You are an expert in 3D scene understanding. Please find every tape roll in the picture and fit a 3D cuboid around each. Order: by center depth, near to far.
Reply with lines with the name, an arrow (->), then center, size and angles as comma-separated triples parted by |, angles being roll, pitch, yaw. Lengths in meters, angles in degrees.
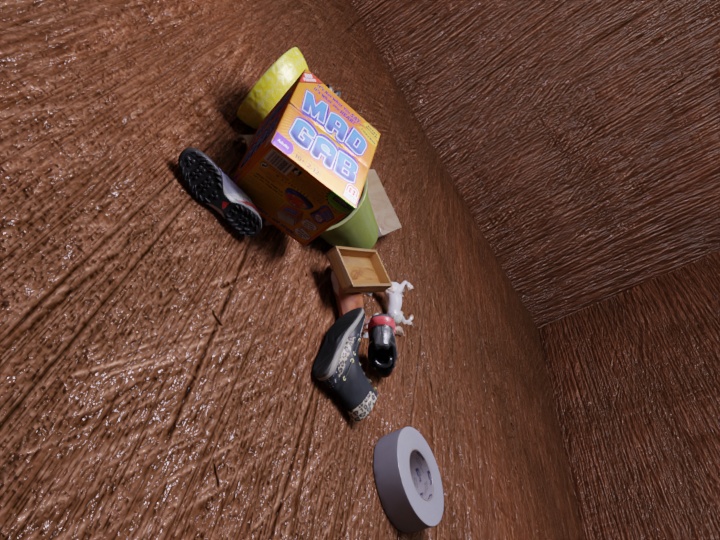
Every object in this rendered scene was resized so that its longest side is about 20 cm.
tape roll -> 0.106, 0.450, 1.177 | 0.201, 0.065, 0.204 | 47, 28, -34

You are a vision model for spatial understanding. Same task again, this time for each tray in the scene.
tray -> 0.000, 0.000, 1.277 | 0.198, 0.037, 0.101 | 1, 61, -61

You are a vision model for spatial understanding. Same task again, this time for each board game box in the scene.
board game box -> -0.111, -0.216, 1.084 | 0.197, 0.198, 0.205 | 33, 54, -24

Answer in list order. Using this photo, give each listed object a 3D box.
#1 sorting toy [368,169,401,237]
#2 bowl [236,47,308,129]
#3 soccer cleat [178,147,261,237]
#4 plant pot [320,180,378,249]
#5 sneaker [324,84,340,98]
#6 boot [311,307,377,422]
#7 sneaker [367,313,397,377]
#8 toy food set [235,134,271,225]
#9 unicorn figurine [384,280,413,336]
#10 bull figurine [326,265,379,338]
sorting toy -> 0.028, -0.196, 1.647 | 0.204, 0.068, 0.199 | 64, 24, 0
bowl -> -0.172, -0.380, 1.217 | 0.108, 0.199, 0.202 | 43, 28, -11
soccer cleat -> -0.260, -0.148, 1.009 | 0.200, 0.068, 0.074 | 48, 9, -32
plant pot -> -0.039, -0.133, 1.328 | 0.191, 0.194, 0.206 | 50, 24, -53
sneaker -> -0.060, -0.337, 1.222 | 0.198, 0.074, 0.118 | 33, 72, -51
boot -> -0.014, 0.196, 1.151 | 0.156, 0.072, 0.205 | 56, 38, -22
sneaker -> 0.049, 0.195, 1.237 | 0.204, 0.068, 0.100 | 86, 3, -46
toy food set -> -0.182, -0.206, 1.198 | 0.141, 0.060, 0.207 | -14, 82, -43
unicorn figurine -> 0.091, 0.076, 1.499 | 0.135, 0.072, 0.207 | 3, 69, -52
bull figurine -> -0.019, 0.064, 1.284 | 0.119, 0.064, 0.206 | 22, 49, -42
